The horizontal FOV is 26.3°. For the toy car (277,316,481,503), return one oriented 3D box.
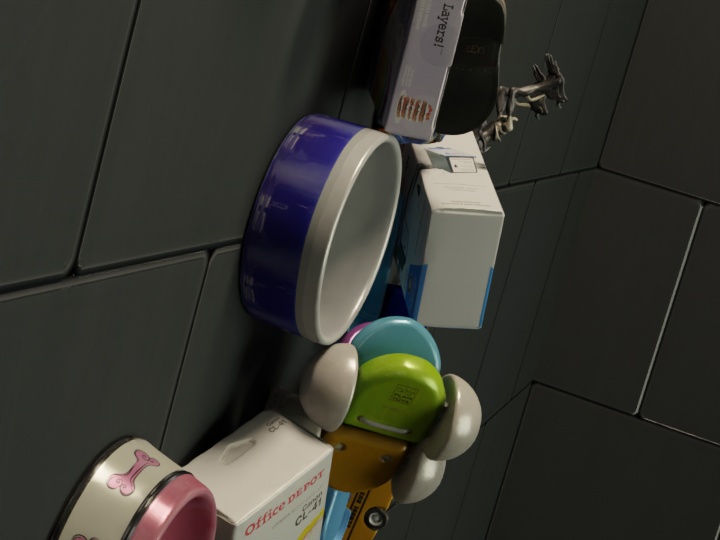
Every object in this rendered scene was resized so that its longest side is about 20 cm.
[{"bbox_3d":[0.015,0.124,1.502,0.201,0.173,0.151,121,-21,-46],"label":"toy car"}]

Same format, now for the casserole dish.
[{"bbox_3d":[0.000,0.000,1.670,0.121,0.038,0.202,-46,151,-60],"label":"casserole dish"}]

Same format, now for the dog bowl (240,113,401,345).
[{"bbox_3d":[-0.034,-0.039,1.416,0.200,0.078,0.202,18,90,-75],"label":"dog bowl"}]

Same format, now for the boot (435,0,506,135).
[{"bbox_3d":[0.109,-0.254,1.520,0.201,0.068,0.175,107,-9,-45],"label":"boot"}]

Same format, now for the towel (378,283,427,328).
[{"bbox_3d":[0.018,0.113,1.767,0.148,0.049,0.202,-175,-78,-74],"label":"towel"}]

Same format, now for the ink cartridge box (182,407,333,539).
[{"bbox_3d":[-0.107,0.253,1.431,0.147,0.085,0.202,-34,144,-44],"label":"ink cartridge box"}]

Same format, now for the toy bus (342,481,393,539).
[{"bbox_3d":[0.014,0.247,1.875,0.065,0.078,0.202,-66,178,-69],"label":"toy bus"}]

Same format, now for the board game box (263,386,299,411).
[{"bbox_3d":[-0.080,0.206,1.628,0.200,0.034,0.127,58,51,-71],"label":"board game box"}]

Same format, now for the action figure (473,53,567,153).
[{"bbox_3d":[0.141,-0.191,1.842,0.199,0.103,0.119,-29,-174,-11],"label":"action figure"}]

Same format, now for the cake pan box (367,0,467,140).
[{"bbox_3d":[0.058,-0.239,1.441,0.184,0.052,0.202,-107,-150,-68],"label":"cake pan box"}]

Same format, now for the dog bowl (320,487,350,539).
[{"bbox_3d":[-0.033,0.215,1.645,0.111,0.049,0.202,26,81,-75],"label":"dog bowl"}]

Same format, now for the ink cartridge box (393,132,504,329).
[{"bbox_3d":[0.090,-0.052,1.688,0.201,0.085,0.148,-105,-159,-57],"label":"ink cartridge box"}]

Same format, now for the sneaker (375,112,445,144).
[{"bbox_3d":[0.080,-0.224,1.613,0.075,0.078,0.202,-23,129,-72],"label":"sneaker"}]

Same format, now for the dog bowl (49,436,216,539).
[{"bbox_3d":[-0.181,0.238,1.217,0.200,0.073,0.202,19,90,-76],"label":"dog bowl"}]

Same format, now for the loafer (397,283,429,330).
[{"bbox_3d":[0.051,0.116,1.926,0.070,0.075,0.202,32,77,-71],"label":"loafer"}]
